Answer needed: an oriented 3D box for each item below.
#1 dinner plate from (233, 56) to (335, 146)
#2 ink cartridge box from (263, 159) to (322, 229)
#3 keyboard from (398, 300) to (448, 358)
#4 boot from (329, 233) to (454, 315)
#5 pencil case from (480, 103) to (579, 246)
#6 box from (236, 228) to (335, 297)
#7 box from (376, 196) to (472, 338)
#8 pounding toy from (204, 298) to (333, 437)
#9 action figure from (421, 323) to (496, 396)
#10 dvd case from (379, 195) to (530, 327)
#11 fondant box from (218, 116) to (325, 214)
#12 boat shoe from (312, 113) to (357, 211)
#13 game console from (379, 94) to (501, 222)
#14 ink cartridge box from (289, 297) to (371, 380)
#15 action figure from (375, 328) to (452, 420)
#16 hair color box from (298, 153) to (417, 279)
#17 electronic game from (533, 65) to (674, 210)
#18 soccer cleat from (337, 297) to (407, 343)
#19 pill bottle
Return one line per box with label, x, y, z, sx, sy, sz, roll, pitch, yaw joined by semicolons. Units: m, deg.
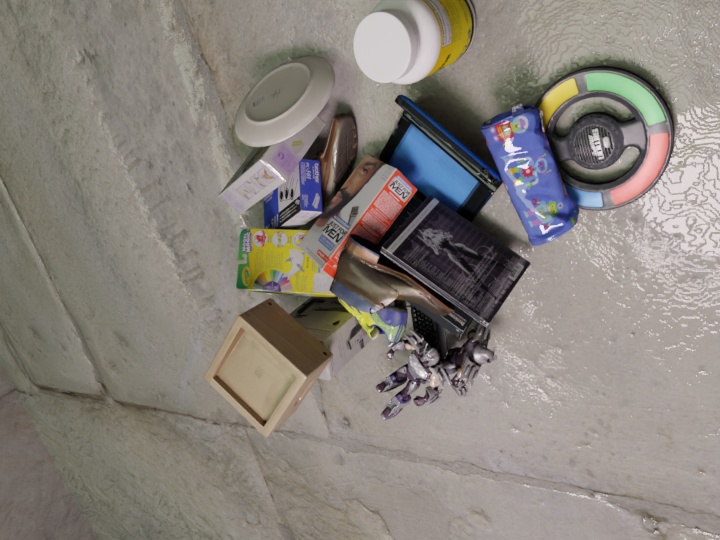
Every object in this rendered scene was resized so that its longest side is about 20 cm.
dinner plate;-0.133;-0.290;1.011;0.197;0.203;0.024;2;150;34
ink cartridge box;-0.129;-0.127;1.125;0.199;0.044;0.096;-22;70;62
keyboard;0.099;0.062;1.102;0.126;0.020;0.204;-18;76;52
boot;0.046;0.035;0.956;0.198;0.075;0.098;34;106;6
pencil case;0.245;-0.139;0.865;0.086;0.078;0.202;-22;103;20
box;-0.130;-0.015;1.115;0.196;0.048;0.120;3;85;9
box;0.126;-0.004;1.018;0.199;0.142;0.079;35;169;13
pounding toy;-0.174;0.169;1.090;0.183;0.142;0.201;40;118;11
action figure;0.176;0.161;1.091;0.069;0.131;0.199;46;149;-14
dvd case;0.149;-0.020;0.946;0.199;0.149;0.016;36;146;12
fondant box;-0.160;-0.194;1.075;0.058;0.145;0.199;40;151;-18
boat shoe;-0.057;-0.188;1.091;0.071;0.076;0.202;27;127;21
game console;0.115;-0.162;0.962;0.199;0.171;0.119;41;105;7
ink cartridge box;-0.068;0.118;1.191;0.145;0.200;0.084;5;116;32
action figure;0.088;0.187;1.066;0.131;0.068;0.201;64;147;25
hair color box;-0.008;-0.087;1.018;0.064;0.201;0.111;37;180;-35
electronic game;0.329;-0.180;0.848;0.197;0.042;0.203;17;124;26
soccer cleat;0.012;0.077;1.094;0.199;0.064;0.085;16;97;56
pill bottle;0.075;-0.323;0.834;0.111;0.200;0.114;17;125;26
